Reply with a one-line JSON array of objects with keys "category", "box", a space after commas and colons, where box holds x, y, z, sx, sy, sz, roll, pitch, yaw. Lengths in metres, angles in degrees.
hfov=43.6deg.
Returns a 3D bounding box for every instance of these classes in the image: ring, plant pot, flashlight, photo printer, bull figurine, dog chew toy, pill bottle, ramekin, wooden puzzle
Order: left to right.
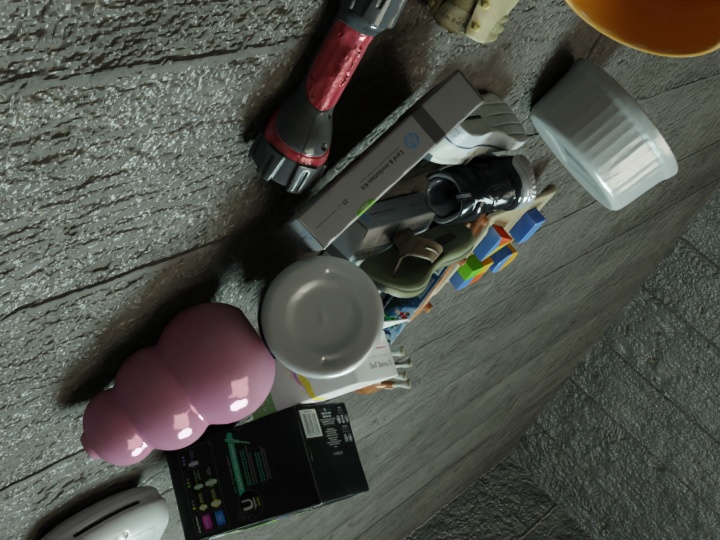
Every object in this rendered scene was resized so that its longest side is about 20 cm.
[{"category": "photo printer", "box": [-0.330, 0.357, 1.113, 0.166, 0.069, 0.200, -20, 147, -48]}, {"category": "dog chew toy", "box": [-0.185, 0.120, 0.895, 0.200, 0.125, 0.125, -34, 157, -9]}, {"category": "pill bottle", "box": [-0.049, 0.049, 0.950, 0.120, 0.120, 0.200, -43, -177, -8]}, {"category": "flashlight", "box": [-0.024, -0.161, 0.751, 0.068, 0.068, 0.200, -22, 150, -56]}, {"category": "bull figurine", "box": [0.011, 0.150, 1.353, 0.121, 0.065, 0.200, -4, 169, 8]}, {"category": "ring", "box": [0.123, -0.008, 1.265, 0.201, 0.019, 0.200, -56, -178, 3]}, {"category": "wooden puzzle", "box": [0.215, -0.041, 1.414, 0.200, 0.046, 0.185, -28, 161, -41]}, {"category": "ramekin", "box": [0.317, -0.175, 1.198, 0.098, 0.201, 0.200, -40, 160, 8]}, {"category": "plant pot", "box": [0.323, -0.353, 0.916, 0.183, 0.200, 0.200, -60, 161, -9]}]

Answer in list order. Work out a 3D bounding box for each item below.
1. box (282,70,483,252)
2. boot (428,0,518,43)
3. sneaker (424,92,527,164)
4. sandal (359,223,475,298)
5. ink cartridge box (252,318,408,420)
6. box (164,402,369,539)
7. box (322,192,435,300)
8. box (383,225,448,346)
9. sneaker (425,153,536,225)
[{"category": "box", "box": [0.015, -0.099, 0.868, 0.200, 0.041, 0.156, -42, -174, -8]}, {"category": "boot", "box": [0.110, -0.280, 0.779, 0.156, 0.073, 0.200, -57, 162, 19]}, {"category": "sneaker", "box": [0.128, -0.163, 1.055, 0.071, 0.073, 0.200, -32, 167, 33]}, {"category": "sandal", "box": [0.066, -0.026, 1.061, 0.201, 0.080, 0.057, -33, 139, -46]}, {"category": "ink cartridge box", "box": [-0.035, 0.124, 1.129, 0.200, 0.067, 0.117, -23, 169, 26]}, {"category": "box", "box": [-0.118, 0.257, 1.149, 0.200, 0.125, 0.148, -23, 165, 20]}, {"category": "box", "box": [0.000, 0.000, 1.126, 0.156, 0.041, 0.200, -19, 145, -50]}, {"category": "box", "box": [0.062, 0.033, 1.235, 0.200, 0.038, 0.137, -55, -179, 21]}, {"category": "sneaker", "box": [0.126, -0.101, 1.098, 0.114, 0.076, 0.200, -13, -173, -14]}]
